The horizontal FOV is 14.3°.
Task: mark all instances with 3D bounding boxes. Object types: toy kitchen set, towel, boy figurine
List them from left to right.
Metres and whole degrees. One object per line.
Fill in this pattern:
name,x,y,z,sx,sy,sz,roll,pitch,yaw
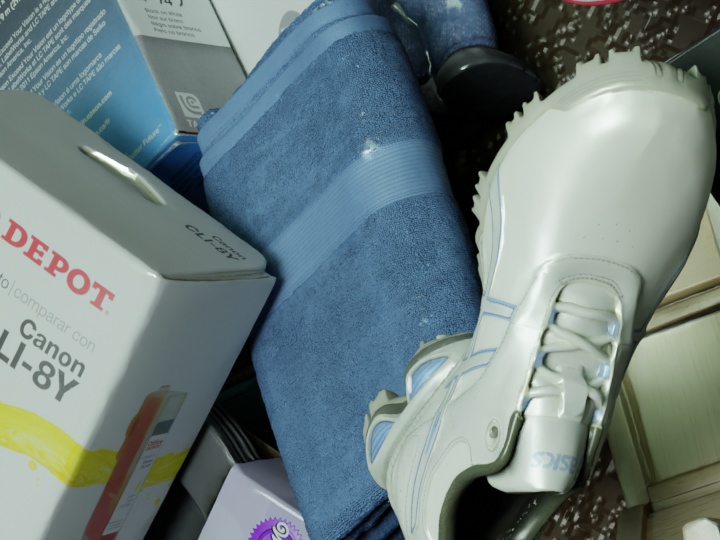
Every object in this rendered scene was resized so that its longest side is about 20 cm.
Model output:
towel,0.000,0.000,1.089,0.112,0.048,0.200,-43,52,38
boy figurine,0.001,-0.145,1.206,0.124,0.064,0.200,-36,63,28
toy kitchen set,0.143,0.037,1.018,0.163,0.180,0.201,-22,74,23

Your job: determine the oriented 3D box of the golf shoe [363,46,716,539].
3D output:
golf shoe,0.067,0.026,0.924,0.097,0.078,0.200,-102,28,-50

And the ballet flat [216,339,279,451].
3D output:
ballet flat,-0.092,0.077,1.214,0.200,0.068,0.068,-42,51,16

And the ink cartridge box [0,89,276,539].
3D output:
ink cartridge box,-0.145,0.048,1.100,0.145,0.083,0.200,35,107,24

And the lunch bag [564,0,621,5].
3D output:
lunch bag,0.119,-0.197,1.093,0.176,0.082,0.200,-26,36,-1

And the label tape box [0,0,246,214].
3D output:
label tape box,-0.134,-0.095,1.252,0.144,0.063,0.200,-43,61,35

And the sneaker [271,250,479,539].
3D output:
sneaker,0.024,0.076,1.150,0.091,0.076,0.200,46,112,22

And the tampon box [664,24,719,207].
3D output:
tampon box,0.224,-0.030,0.951,0.126,0.150,0.200,-33,89,43

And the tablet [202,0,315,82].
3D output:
tablet,-0.029,-0.083,1.192,0.200,0.014,0.130,65,148,20

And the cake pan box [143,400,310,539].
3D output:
cake pan box,-0.105,0.133,1.155,0.184,0.052,0.200,34,107,22
